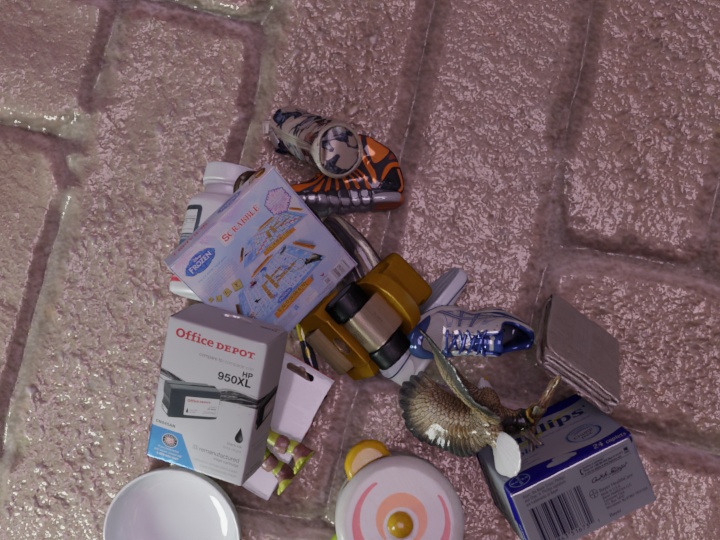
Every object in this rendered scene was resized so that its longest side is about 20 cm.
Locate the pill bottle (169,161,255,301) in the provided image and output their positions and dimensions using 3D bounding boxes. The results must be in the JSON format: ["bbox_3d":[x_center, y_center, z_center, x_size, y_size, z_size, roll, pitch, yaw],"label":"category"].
[{"bbox_3d":[-0.208,-0.054,1.301,0.118,0.120,0.202,12,82,1],"label":"pill bottle"}]

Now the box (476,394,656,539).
[{"bbox_3d":[0.276,0.280,1.210,0.183,0.200,0.106,-25,99,-4],"label":"box"}]

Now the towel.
[{"bbox_3d":[0.315,0.117,1.249,0.132,0.200,0.035,37,118,0],"label":"towel"}]

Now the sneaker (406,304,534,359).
[{"bbox_3d":[0.164,0.092,1.261,0.198,0.088,0.076,-8,106,-28],"label":"sneaker"}]

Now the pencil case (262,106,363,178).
[{"bbox_3d":[-0.071,-0.193,1.286,0.089,0.200,0.078,-15,114,-23],"label":"pencil case"}]

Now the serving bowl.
[{"bbox_3d":[-0.266,0.376,1.257,0.198,0.066,0.202,1,97,5],"label":"serving bowl"}]

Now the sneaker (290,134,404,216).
[{"bbox_3d":[-0.033,-0.148,1.346,0.198,0.078,0.113,-3,77,-11],"label":"sneaker"}]

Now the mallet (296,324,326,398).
[{"bbox_3d":[-0.097,0.101,1.325,0.065,0.041,0.202,-9,86,-3],"label":"mallet"}]

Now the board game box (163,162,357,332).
[{"bbox_3d":[-0.137,-0.011,1.226,0.200,0.041,0.200,-44,118,-6],"label":"board game box"}]

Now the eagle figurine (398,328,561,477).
[{"bbox_3d":[0.151,0.182,1.187,0.198,0.151,0.153,17,87,0],"label":"eagle figurine"}]

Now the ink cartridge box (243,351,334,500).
[{"bbox_3d":[-0.132,0.227,1.298,0.108,0.050,0.201,30,82,5],"label":"ink cartridge box"}]

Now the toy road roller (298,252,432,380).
[{"bbox_3d":[0.016,0.062,1.246,0.123,0.200,0.146,46,62,-6],"label":"toy road roller"}]

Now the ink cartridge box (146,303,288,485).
[{"bbox_3d":[-0.191,0.162,1.157,0.143,0.084,0.202,14,102,12],"label":"ink cartridge box"}]

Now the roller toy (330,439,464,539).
[{"bbox_3d":[0.054,0.352,1.236,0.181,0.140,0.202,11,81,1],"label":"roller toy"}]

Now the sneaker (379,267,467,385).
[{"bbox_3d":[0.107,0.089,1.318,0.071,0.073,0.201,38,85,-18],"label":"sneaker"}]

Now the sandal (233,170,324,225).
[{"bbox_3d":[-0.121,-0.073,1.282,0.200,0.054,0.082,40,70,-36],"label":"sandal"}]

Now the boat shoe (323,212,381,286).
[{"bbox_3d":[0.000,0.000,1.319,0.073,0.074,0.200,-40,76,3],"label":"boat shoe"}]

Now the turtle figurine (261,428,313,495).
[{"bbox_3d":[-0.155,0.243,1.238,0.161,0.064,0.200,40,104,6],"label":"turtle figurine"}]
